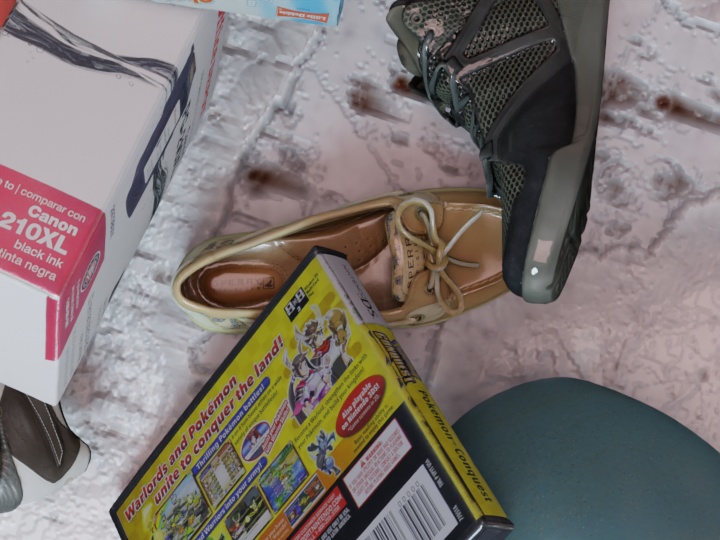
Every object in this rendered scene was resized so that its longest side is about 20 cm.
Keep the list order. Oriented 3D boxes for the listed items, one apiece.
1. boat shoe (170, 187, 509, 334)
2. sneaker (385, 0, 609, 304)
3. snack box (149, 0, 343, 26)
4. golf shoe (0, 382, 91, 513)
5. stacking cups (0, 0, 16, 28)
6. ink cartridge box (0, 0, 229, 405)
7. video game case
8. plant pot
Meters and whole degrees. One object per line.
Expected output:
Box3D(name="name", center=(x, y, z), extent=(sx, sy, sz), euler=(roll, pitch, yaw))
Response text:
Box3D(name="boat shoe", center=(0.000, 0.000, 0.855), extent=(0.199, 0.063, 0.074), euler=(-12, 90, 1))
Box3D(name="sneaker", center=(0.066, -0.076, 0.827), extent=(0.113, 0.076, 0.201), euler=(3, 66, 8))
Box3D(name="snack box", center=(-0.057, -0.214, 0.763), extent=(0.115, 0.037, 0.201), euler=(7, 66, -5))
Box3D(name="golf shoe", center=(-0.206, 0.034, 0.863), extent=(0.094, 0.078, 0.201), euler=(-5, 67, -40))
Box3D(name="stacking cups", center=(-0.200, -0.215, 0.855), extent=(0.060, 0.061, 0.201), euler=(2, 91, 1))
Box3D(name="ink cartridge box", center=(-0.138, -0.059, 0.781), extent=(0.084, 0.145, 0.201), euler=(23, 64, -1))
Box3D(name="video game case", center=(-0.034, 0.120, 0.794), extent=(0.200, 0.025, 0.181), euler=(-51, 49, 23))
Box3D(name="plant pot", center=(0.102, 0.134, 0.810), extent=(0.199, 0.200, 0.135), euler=(-25, 56, 1))
